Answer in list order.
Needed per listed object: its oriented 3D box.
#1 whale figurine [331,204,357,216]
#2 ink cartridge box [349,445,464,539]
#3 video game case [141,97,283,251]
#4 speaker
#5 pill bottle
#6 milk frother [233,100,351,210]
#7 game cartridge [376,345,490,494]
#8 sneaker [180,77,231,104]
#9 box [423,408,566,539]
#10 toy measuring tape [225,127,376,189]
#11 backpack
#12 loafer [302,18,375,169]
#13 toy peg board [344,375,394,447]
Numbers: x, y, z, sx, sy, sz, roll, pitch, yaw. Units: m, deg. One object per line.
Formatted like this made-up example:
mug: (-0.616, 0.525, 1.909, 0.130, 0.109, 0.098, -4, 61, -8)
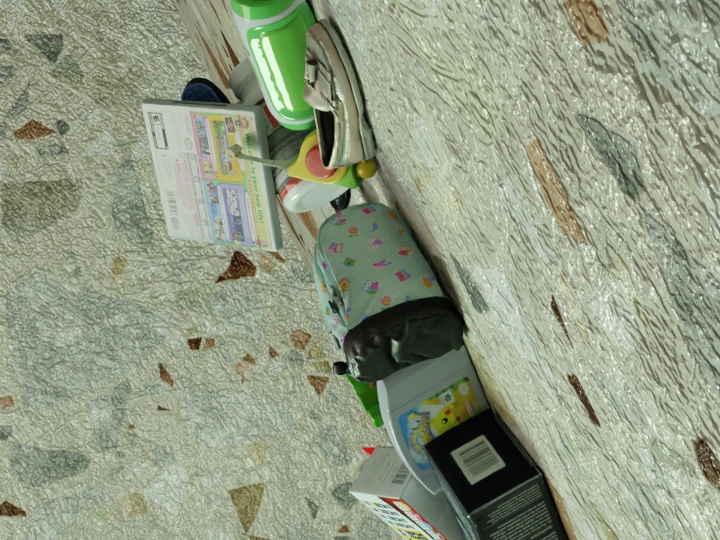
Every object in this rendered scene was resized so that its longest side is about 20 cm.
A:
whale figurine: (0.000, 0.000, 1.551, 0.201, 0.103, 0.160, -111, -1, -51)
ink cartridge box: (0.092, 0.338, 1.602, 0.200, 0.084, 0.175, 43, 154, -20)
video game case: (-0.196, -0.127, 1.508, 0.181, 0.022, 0.202, 8, 121, 27)
speaker: (-0.089, -0.258, 1.325, 0.089, 0.088, 0.201, 58, 172, 37)
pill bottle: (-0.092, -0.189, 1.512, 0.201, 0.115, 0.116, 61, 174, 11)
milk frother: (-0.127, -0.154, 1.628, 0.181, 0.187, 0.200, 65, 174, -34)
game cartridge: (0.099, 0.189, 1.449, 0.201, 0.133, 0.040, 65, 173, -29)
sneaker: (-0.178, -0.172, 1.547, 0.078, 0.070, 0.201, -89, -24, -71)
box: (0.177, 0.304, 1.423, 0.201, 0.104, 0.148, 66, 173, -33)
toy measuring tape: (-0.072, -0.152, 1.395, 0.198, 0.074, 0.074, 14, 154, 17)
backpack: (0.022, 0.019, 1.373, 0.127, 0.166, 0.201, 95, 155, -49)
loafer: (-0.033, -0.187, 1.268, 0.072, 0.063, 0.201, 57, 172, 39)
toy peg board: (0.060, 0.210, 1.669, 0.200, 0.097, 0.200, 67, 173, -29)
